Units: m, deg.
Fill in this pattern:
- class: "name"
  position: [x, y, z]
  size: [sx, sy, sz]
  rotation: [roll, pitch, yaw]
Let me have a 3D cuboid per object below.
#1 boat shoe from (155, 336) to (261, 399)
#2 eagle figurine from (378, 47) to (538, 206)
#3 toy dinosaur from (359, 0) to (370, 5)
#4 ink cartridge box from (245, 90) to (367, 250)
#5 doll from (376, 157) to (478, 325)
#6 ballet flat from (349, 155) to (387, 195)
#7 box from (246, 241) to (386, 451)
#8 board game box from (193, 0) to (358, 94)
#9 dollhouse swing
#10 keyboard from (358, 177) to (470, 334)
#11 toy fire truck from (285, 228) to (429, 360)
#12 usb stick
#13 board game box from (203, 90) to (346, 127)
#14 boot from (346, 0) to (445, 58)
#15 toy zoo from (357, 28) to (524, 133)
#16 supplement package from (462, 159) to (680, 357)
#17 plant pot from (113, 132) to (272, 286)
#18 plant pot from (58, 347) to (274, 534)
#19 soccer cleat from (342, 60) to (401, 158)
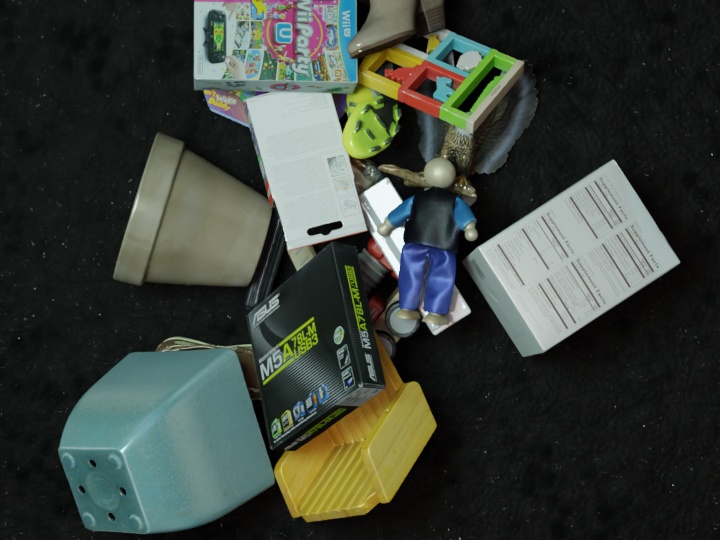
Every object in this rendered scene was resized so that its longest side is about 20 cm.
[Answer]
- class: "boat shoe"
  position: [-0.181, 0.135, 1.699]
  size: [0.201, 0.075, 0.075]
  rotation: [6, 93, 8]
- class: "eagle figurine"
  position: [0.132, -0.182, 1.634]
  size: [0.152, 0.150, 0.201]
  rotation: [37, 59, -32]
- class: "toy dinosaur"
  position: [0.009, -0.397, 1.666]
  size: [0.200, 0.077, 0.102]
  rotation: [43, 109, 0]
- class: "ink cartridge box"
  position: [-0.068, -0.127, 1.589]
  size: [0.108, 0.050, 0.201]
  rotation: [-14, 81, -10]
- class: "doll"
  position: [0.082, -0.039, 1.554]
  size: [0.136, 0.048, 0.201]
  rotation: [10, 92, 29]
- class: "ballet flat"
  position: [-0.048, -0.154, 1.674]
  size: [0.200, 0.072, 0.072]
  rotation: [34, 96, 6]
- class: "box"
  position: [-0.059, 0.097, 1.566]
  size: [0.200, 0.047, 0.194]
  rotation: [-38, 56, 41]
- class: "board game box"
  position: [-0.105, -0.296, 1.558]
  size: [0.199, 0.064, 0.149]
  rotation: [0, 83, -7]
- class: "dollhouse swing"
  position: [-0.041, 0.183, 1.590]
  size: [0.199, 0.182, 0.176]
  rotation: [-19, 117, 49]
- class: "keyboard"
  position: [0.063, -0.018, 1.593]
  size: [0.056, 0.011, 0.201]
  rotation: [-32, 85, 3]
- class: "toy fire truck"
  position: [0.000, 0.000, 1.658]
  size: [0.200, 0.129, 0.176]
  rotation: [39, 97, -5]
- class: "usb stick"
  position: [-0.114, -0.040, 1.692]
  size: [0.032, 0.055, 0.201]
  rotation: [17, 92, -2]
- class: "board game box"
  position: [-0.109, -0.257, 1.658]
  size: [0.199, 0.039, 0.159]
  rotation: [24, 67, 8]
- class: "boot"
  position: [0.030, -0.349, 1.548]
  size: [0.070, 0.200, 0.147]
  rotation: [-14, 99, 42]
- class: "toy zoo"
  position: [0.087, -0.254, 1.584]
  size: [0.199, 0.021, 0.131]
  rotation: [26, 55, 20]
- class: "supplement package"
  position: [0.255, -0.011, 1.572]
  size: [0.199, 0.152, 0.151]
  rotation: [-32, 86, -6]
- class: "plant pot"
  position: [-0.211, -0.060, 1.654]
  size: [0.172, 0.200, 0.201]
  rotation: [16, 94, -8]
- class: "plant pot"
  position: [-0.261, 0.229, 1.600]
  size: [0.195, 0.200, 0.197]
  rotation: [-5, 108, 35]
- class: "soccer cleat"
  position: [0.009, -0.202, 1.615]
  size: [0.083, 0.201, 0.065]
  rotation: [-24, 122, 36]
